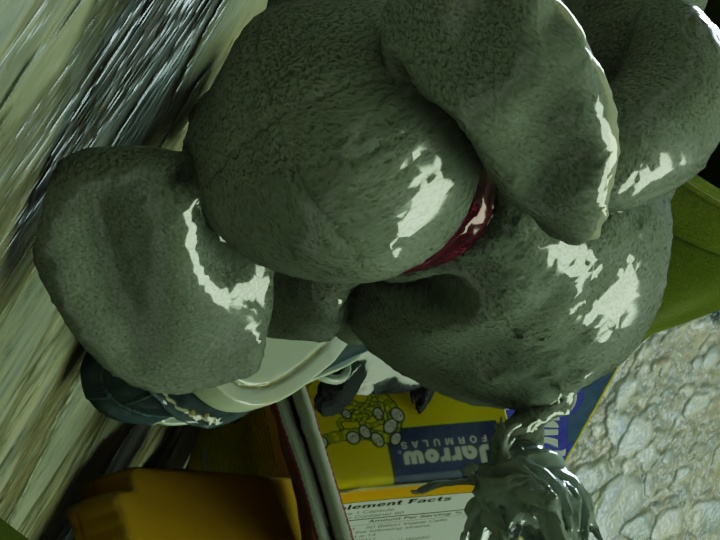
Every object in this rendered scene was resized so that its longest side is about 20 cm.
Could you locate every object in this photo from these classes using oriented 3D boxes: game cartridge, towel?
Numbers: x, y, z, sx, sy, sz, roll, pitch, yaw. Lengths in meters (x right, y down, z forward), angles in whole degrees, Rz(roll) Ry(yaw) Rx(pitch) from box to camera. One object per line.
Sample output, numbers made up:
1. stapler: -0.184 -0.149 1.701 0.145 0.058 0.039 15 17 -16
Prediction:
1. game cartridge: -0.045 0.177 1.017 0.032 0.200 0.176 -21 166 20
2. towel: -0.026 0.063 0.995 0.023 0.144 0.200 -18 171 -3

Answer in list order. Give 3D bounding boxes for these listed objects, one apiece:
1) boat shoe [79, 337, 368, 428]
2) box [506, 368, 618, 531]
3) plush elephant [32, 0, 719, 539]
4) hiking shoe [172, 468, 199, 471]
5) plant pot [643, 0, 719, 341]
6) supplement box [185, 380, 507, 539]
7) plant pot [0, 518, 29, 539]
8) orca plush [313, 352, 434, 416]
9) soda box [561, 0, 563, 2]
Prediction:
1. boat shoe: -0.016 0.004 0.869 0.062 0.075 0.200 -19 -169 37
2. box: 0.067 0.068 1.289 0.200 0.070 0.064 110 -32 -55
3. plush elephant: 0.007 -0.034 0.654 0.155 0.165 0.200 50 27 -49
4. hiking shoe: -0.080 0.158 1.121 0.076 0.101 0.200 -60 176 27
5. plant pot: 0.125 -0.057 1.121 0.200 0.200 0.193 -57 -175 -38
6. supplement box: -0.010 0.096 1.239 0.200 0.109 0.110 114 -33 -58
7. plant pot: -0.074 0.200 0.761 0.187 0.200 0.187 -60 177 -6
8. orca plush: 0.000 0.000 1.067 0.105 0.071 0.200 -57 165 7
9. soda box: 0.032 -0.078 0.942 0.200 0.068 0.063 102 -16 -80
